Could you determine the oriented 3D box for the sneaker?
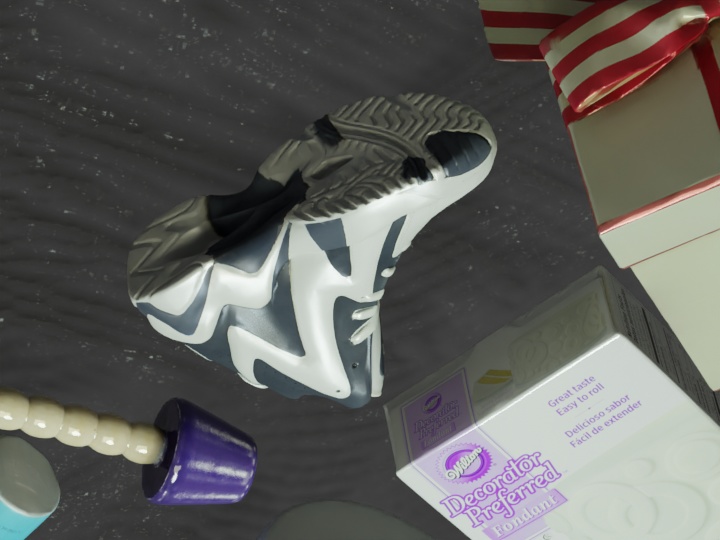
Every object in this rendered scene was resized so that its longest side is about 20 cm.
[{"bbox_3d":[0.000,0.000,1.394,0.199,0.080,0.130,-30,129,17],"label":"sneaker"}]

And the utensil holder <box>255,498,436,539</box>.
[{"bbox_3d":[-0.030,0.247,1.544,0.170,0.170,0.200,20,123,-23],"label":"utensil holder"}]

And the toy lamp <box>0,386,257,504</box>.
[{"bbox_3d":[-0.149,0.078,1.455,0.199,0.058,0.058,15,127,-18],"label":"toy lamp"}]

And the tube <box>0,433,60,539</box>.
[{"bbox_3d":[-0.237,0.160,1.523,0.077,0.050,0.200,34,124,-23],"label":"tube"}]

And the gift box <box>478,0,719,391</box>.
[{"bbox_3d":[0.170,-0.085,1.283,0.184,0.200,0.187,-27,145,10],"label":"gift box"}]

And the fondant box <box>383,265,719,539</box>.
[{"bbox_3d":[0.129,0.105,1.516,0.144,0.058,0.200,-34,126,20],"label":"fondant box"}]
